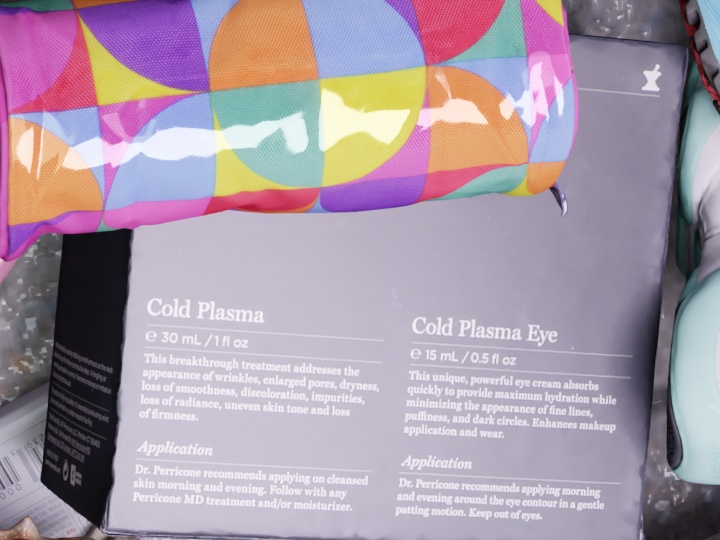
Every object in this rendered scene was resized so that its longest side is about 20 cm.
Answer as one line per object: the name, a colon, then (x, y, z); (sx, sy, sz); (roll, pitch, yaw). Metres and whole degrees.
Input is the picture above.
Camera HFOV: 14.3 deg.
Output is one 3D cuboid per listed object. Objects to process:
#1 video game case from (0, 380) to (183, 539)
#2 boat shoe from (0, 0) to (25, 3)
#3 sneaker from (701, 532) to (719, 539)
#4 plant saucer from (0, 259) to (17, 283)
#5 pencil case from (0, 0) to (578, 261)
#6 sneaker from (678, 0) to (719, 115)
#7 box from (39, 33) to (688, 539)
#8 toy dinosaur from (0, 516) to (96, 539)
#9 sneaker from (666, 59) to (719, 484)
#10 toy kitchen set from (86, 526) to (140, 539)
video game case: (-0.041, 0.101, 1.107); (0.200, 0.022, 0.182); (-29, 106, -2)
boat shoe: (-0.115, -0.105, 0.940); (0.201, 0.072, 0.060); (-29, 137, 17)
sneaker: (0.184, 0.153, 1.021); (0.200, 0.081, 0.147); (-21, 87, 17)
plant saucer: (-0.208, -0.060, 1.026); (0.200, 0.051, 0.201); (-2, 105, -8)
pencil case: (-0.027, -0.052, 0.910); (0.200, 0.088, 0.089); (-5, 105, -16)
sneaker: (0.147, -0.145, 1.019); (0.095, 0.079, 0.200); (-17, 77, 6)
box: (0.000, 0.000, 1.021); (0.200, 0.104, 0.183); (5, 94, -18)
toy dinosaur: (-0.180, 0.088, 0.983); (0.200, 0.136, 0.086); (34, 86, -14)
sneaker: (0.183, -0.005, 1.030); (0.140, 0.200, 0.078); (3, 144, 7)
toy kitchen set: (-0.092, 0.203, 1.018); (0.200, 0.180, 0.163); (32, 97, -14)
